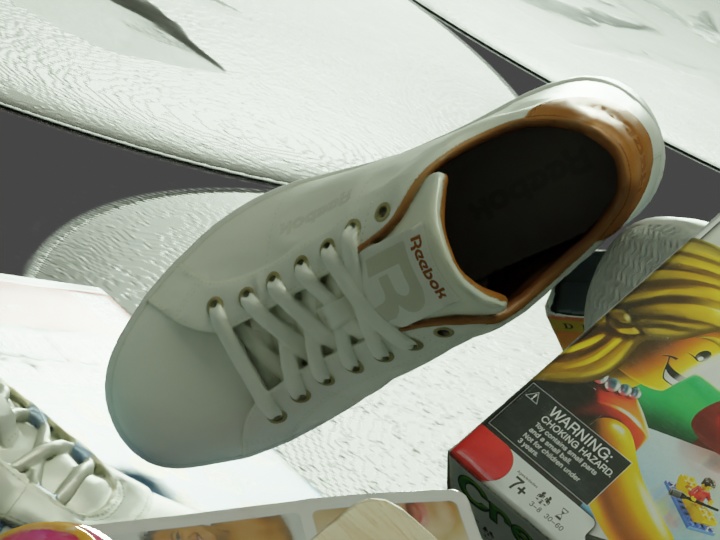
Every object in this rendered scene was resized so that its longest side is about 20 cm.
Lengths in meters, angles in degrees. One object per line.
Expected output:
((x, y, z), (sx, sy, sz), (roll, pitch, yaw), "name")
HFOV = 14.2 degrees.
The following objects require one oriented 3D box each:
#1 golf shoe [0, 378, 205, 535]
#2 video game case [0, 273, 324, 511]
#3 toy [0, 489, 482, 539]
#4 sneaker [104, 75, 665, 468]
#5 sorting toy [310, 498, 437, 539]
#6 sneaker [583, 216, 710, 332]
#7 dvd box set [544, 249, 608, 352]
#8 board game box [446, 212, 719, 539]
((-0.090, 0.058, 0.678), (0.199, 0.098, 0.078), (1, 14, 10), "golf shoe")
((-0.091, 0.052, 0.961), (0.143, 0.018, 0.200), (9, 23, -45), "video game case")
((-0.058, 0.086, 0.597), (0.199, 0.047, 0.115), (-3, 44, -15), "toy")
((0.000, 0.000, 0.891), (0.073, 0.199, 0.085), (57, 11, -3), "sneaker")
((0.017, 0.147, 0.499), (0.200, 0.070, 0.199), (42, 51, 14), "sorting toy")
((0.155, 0.053, 0.845), (0.105, 0.076, 0.200), (16, 18, -48), "sneaker")
((0.156, 0.063, 0.966), (0.145, 0.030, 0.200), (1, -35, 23), "dvd box set")
((0.135, 0.075, 0.724), (0.200, 0.126, 0.035), (39, -24, 25), "board game box")
